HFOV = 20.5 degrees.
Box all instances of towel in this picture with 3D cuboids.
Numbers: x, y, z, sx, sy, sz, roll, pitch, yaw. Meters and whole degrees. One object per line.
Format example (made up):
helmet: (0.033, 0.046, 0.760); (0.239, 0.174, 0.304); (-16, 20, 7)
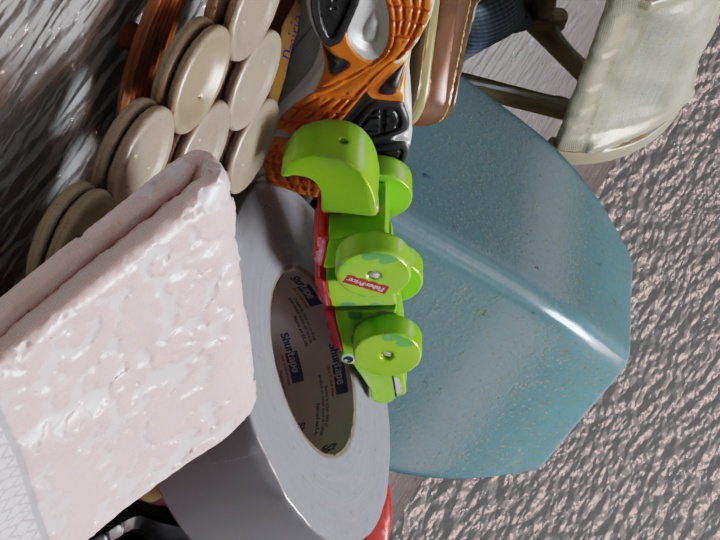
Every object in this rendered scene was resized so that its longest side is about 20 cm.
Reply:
towel: (-0.121, 0.062, 0.846); (0.191, 0.032, 0.200); (-41, 157, -21)

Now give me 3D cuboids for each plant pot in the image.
plant pot: (0.063, 0.019, 1.282); (0.196, 0.199, 0.197); (-54, -166, 34)

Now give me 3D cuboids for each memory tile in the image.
memory tile: (-0.090, -0.038, 0.901); (0.200, 0.017, 0.154); (-57, 165, -31)

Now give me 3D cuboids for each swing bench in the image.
swing bench: (0.131, -0.180, 1.273); (0.130, 0.199, 0.199); (-54, 168, -29)

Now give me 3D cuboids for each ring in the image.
ring: (-0.064, -0.138, 0.949); (0.201, 0.019, 0.201); (-58, 171, -15)

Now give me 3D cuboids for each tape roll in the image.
tape roll: (-0.053, 0.056, 1.072); (0.200, 0.066, 0.201); (-15, 90, -71)

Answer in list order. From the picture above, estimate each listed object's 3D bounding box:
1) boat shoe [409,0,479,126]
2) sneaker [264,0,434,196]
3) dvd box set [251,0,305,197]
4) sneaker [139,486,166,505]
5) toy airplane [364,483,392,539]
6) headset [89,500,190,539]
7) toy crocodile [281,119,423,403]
boat shoe: (0.053, -0.173, 1.065); (0.072, 0.067, 0.201); (161, -62, -68)
sneaker: (-0.003, -0.121, 1.023); (0.200, 0.075, 0.092); (111, -15, -49)
dvd box set: (-0.008, -0.141, 1.177); (0.147, 0.029, 0.200); (-54, 168, -35)
sneaker: (-0.103, 0.084, 1.171); (0.090, 0.075, 0.200); (-48, -173, 34)
toy airplane: (-0.052, 0.237, 1.290); (0.199, 0.141, 0.200); (-44, -164, 36)
headset: (-0.109, 0.169, 1.170); (0.199, 0.094, 0.124); (-26, 124, -24)
toy crocodile: (0.000, 0.000, 1.054); (0.200, 0.061, 0.068); (80, 10, -54)
